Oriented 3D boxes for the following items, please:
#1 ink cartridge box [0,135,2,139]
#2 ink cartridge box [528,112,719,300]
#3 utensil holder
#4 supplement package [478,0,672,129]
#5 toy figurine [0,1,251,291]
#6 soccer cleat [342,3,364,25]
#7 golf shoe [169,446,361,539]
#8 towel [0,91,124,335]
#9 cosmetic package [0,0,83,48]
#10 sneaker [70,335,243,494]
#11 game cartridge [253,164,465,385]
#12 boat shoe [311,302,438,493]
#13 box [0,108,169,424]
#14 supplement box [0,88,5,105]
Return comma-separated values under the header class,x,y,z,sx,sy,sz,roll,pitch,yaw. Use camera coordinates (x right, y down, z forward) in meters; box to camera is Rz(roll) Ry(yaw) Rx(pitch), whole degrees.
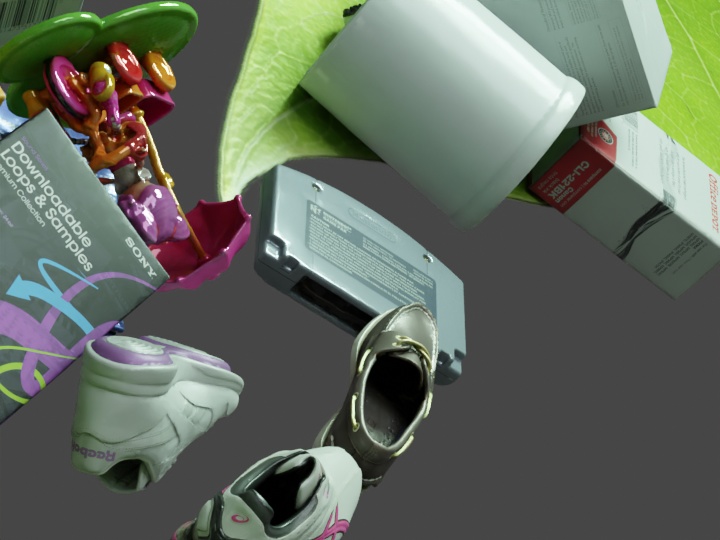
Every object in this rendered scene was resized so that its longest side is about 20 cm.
class,x,y,z,sx,sy,sz,roll,pitch,yaw
ink cartridge box,-0.328,-0.089,1.376,0.196,0.043,0.200,7,47,-39
ink cartridge box,0.270,-0.086,2.095,0.200,0.084,0.144,36,30,-15
utensil holder,0.069,-0.160,1.856,0.200,0.170,0.170,39,30,-5
supplement package,0.166,-0.241,1.976,0.147,0.200,0.191,-63,136,-60
toy figurine,-0.152,-0.074,1.452,0.184,0.150,0.200,62,16,11
soccer cleat,0.039,-0.233,2.023,0.200,0.068,0.073,-36,109,-67
golf shoe,-0.043,0.155,1.396,0.073,0.092,0.200,48,28,8
towel,-0.229,-0.049,1.482,0.145,0.024,0.200,26,35,-29
cosmetic package,-0.293,-0.268,1.582,0.103,0.087,0.200,-17,63,-31
sneaker,-0.141,0.095,1.381,0.075,0.100,0.200,16,1,19
game cartridge,0.000,0.000,1.699,0.200,0.042,0.133,32,28,-22
boat shoe,0.024,0.086,1.569,0.072,0.060,0.200,41,39,-9
box,-0.226,0.002,1.331,0.143,0.036,0.200,55,44,-9
supplement box,-0.339,-0.125,1.303,0.200,0.074,0.126,-11,60,-48
